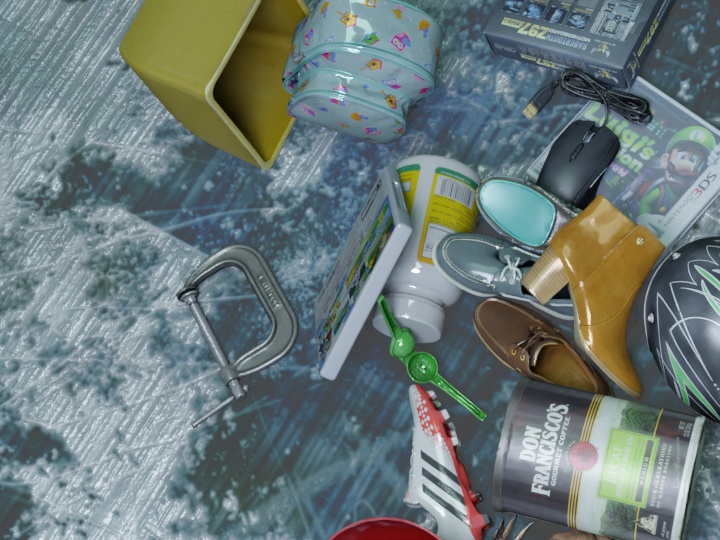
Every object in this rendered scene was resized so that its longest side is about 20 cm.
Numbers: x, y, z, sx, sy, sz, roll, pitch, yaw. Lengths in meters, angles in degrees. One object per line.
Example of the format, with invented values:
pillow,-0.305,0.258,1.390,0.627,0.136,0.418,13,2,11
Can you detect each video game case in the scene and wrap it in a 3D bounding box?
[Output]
video game case,0.328,-0.126,1.751,0.200,0.023,0.182,40,82,27
video game case,0.000,0.000,1.683,0.022,0.183,0.201,23,110,-14

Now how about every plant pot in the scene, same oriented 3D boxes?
plant pot,-0.188,-0.279,1.886,0.199,0.194,0.197,20,74,29

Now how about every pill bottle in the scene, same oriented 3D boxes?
pill bottle,0.074,-0.023,1.732,0.112,0.113,0.202,5,69,19

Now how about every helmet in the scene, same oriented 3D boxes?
helmet,0.397,0.066,1.550,0.198,0.191,0.202,-6,66,13

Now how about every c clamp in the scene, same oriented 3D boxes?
c clamp,-0.166,0.068,1.813,0.170,0.027,0.201,-27,63,4

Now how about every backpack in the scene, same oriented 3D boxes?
backpack,0.005,-0.246,1.777,0.174,0.200,0.155,18,67,-15

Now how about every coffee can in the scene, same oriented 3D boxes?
coffee can,0.252,0.204,1.553,0.198,0.147,0.148,11,71,16

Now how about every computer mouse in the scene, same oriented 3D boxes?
computer mouse,0.241,-0.154,1.750,0.140,0.046,0.201,32,80,24

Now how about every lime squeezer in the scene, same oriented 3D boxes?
lime squeezer,0.063,0.099,1.675,0.038,0.200,0.071,-41,23,-3

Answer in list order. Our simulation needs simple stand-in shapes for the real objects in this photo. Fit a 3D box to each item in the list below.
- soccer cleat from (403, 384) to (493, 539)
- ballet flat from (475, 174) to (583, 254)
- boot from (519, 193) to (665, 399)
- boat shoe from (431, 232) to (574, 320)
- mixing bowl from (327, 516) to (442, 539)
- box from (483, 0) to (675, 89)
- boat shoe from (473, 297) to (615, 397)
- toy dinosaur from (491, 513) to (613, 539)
soccer cleat,0.079,0.223,1.651,0.084,0.069,0.202,-23,67,3
ballet flat,0.222,-0.049,1.684,0.199,0.074,0.075,29,77,3
boot,0.286,0.028,1.619,0.144,0.071,0.201,-43,99,3
boat shoe,0.179,0.000,1.669,0.198,0.062,0.074,20,71,-9
mixing bowl,0.046,0.357,1.562,0.198,0.108,0.203,-1,87,22
box,0.274,-0.322,1.826,0.199,0.051,0.159,19,71,30
boat shoe,0.205,0.091,1.668,0.072,0.068,0.200,-46,62,-6
toy dinosaur,0.211,0.309,1.570,0.198,0.087,0.136,-11,27,-6
